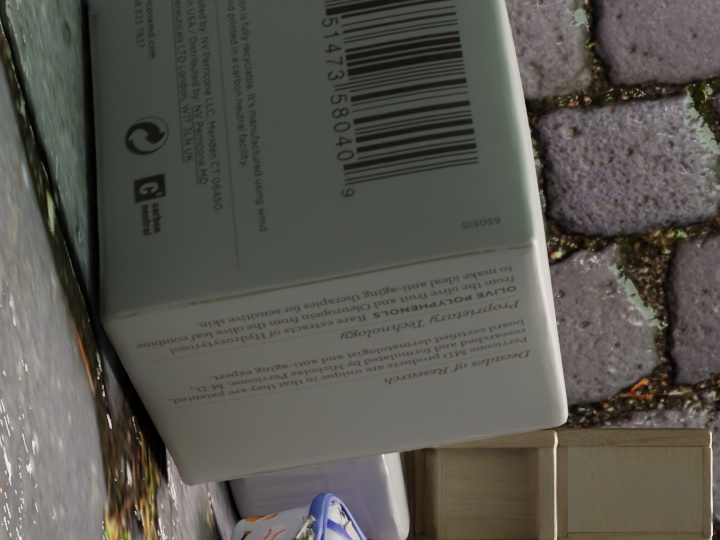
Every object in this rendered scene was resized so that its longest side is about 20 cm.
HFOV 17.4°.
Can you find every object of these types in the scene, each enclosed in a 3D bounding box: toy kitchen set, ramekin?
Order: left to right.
[{"bbox_3d":[-0.032,0.068,1.392,0.202,0.094,0.203,-9,90,-85],"label":"ramekin"},{"bbox_3d":[0.112,0.181,1.511,0.200,0.180,0.164,168,-78,-82],"label":"toy kitchen set"}]

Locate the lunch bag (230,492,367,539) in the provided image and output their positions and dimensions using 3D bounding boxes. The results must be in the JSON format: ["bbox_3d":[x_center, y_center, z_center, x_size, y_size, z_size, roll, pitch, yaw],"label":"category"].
[{"bbox_3d":[-0.005,0.220,1.262,0.200,0.075,0.160,58,23,-32],"label":"lunch bag"}]

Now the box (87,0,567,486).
[{"bbox_3d":[-0.015,-0.033,1.117,0.171,0.199,0.200,71,10,-57],"label":"box"}]
